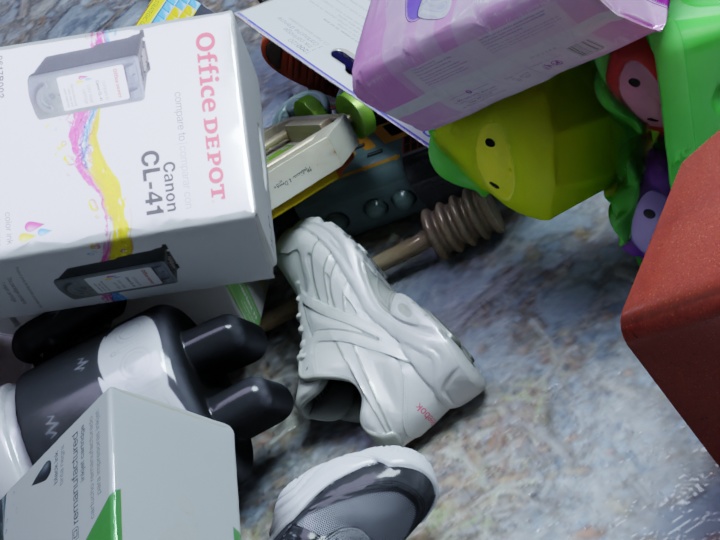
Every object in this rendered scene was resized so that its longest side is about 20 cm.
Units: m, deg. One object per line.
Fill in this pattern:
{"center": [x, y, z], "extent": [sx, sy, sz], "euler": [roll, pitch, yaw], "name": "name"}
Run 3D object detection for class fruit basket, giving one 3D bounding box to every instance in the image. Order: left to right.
{"center": [0.144, -0.076, 1.168], "extent": [0.214, 0.216, 0.156], "euler": [-29, 32, 3], "name": "fruit basket"}

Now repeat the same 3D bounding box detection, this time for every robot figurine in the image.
{"center": [-0.143, 0.098, 1.228], "extent": [0.199, 0.125, 0.151], "euler": [-27, 39, 8], "name": "robot figurine"}

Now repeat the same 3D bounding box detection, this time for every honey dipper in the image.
{"center": [0.000, 0.000, 1.342], "extent": [0.199, 0.038, 0.038], "euler": [-26, 32, 12], "name": "honey dipper"}

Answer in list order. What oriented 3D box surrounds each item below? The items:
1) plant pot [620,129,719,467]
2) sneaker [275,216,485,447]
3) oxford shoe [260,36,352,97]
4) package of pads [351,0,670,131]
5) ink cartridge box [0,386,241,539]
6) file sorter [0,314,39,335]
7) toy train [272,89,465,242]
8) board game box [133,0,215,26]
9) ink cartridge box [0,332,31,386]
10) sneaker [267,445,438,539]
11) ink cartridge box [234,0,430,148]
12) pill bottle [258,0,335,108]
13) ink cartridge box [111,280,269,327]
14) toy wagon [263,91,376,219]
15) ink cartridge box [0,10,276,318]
{"center": [0.246, 0.010, 0.992], "extent": [0.175, 0.200, 0.200], "euler": [-17, 33, 40], "name": "plant pot"}
{"center": [-0.014, 0.041, 1.250], "extent": [0.099, 0.078, 0.200], "euler": [-43, 41, -3], "name": "sneaker"}
{"center": [0.027, -0.168, 1.451], "extent": [0.198, 0.071, 0.073], "euler": [3, 56, -8], "name": "oxford shoe"}
{"center": [0.085, -0.161, 1.115], "extent": [0.199, 0.075, 0.121], "euler": [-20, 49, 50], "name": "package of pads"}
{"center": [-0.150, 0.181, 1.076], "extent": [0.200, 0.083, 0.147], "euler": [-44, 38, 35], "name": "ink cartridge box"}
{"center": [-0.307, -0.012, 1.528], "extent": [0.200, 0.125, 0.139], "euler": [-40, 34, -15], "name": "file sorter"}
{"center": [0.016, -0.082, 1.402], "extent": [0.199, 0.085, 0.115], "euler": [-17, 44, 21], "name": "toy train"}
{"center": [-0.172, -0.079, 1.389], "extent": [0.166, 0.056, 0.200], "euler": [-59, 4, -29], "name": "board game box"}
{"center": [-0.251, 0.108, 1.287], "extent": [0.043, 0.174, 0.201], "euler": [15, 40, -3], "name": "ink cartridge box"}
{"center": [-0.031, 0.184, 1.085], "extent": [0.199, 0.076, 0.114], "euler": [-36, 33, 4], "name": "sneaker"}
{"center": [0.051, -0.145, 1.340], "extent": [0.199, 0.044, 0.198], "euler": [-27, 50, -34], "name": "ink cartridge box"}
{"center": [-0.023, -0.219, 1.503], "extent": [0.113, 0.201, 0.114], "euler": [-21, 33, 14], "name": "pill bottle"}
{"center": [-0.125, 0.013, 1.369], "extent": [0.116, 0.068, 0.200], "euler": [-26, 14, 9], "name": "ink cartridge box"}
{"center": [-0.081, -0.065, 1.343], "extent": [0.155, 0.040, 0.200], "euler": [-32, 15, -21], "name": "toy wagon"}
{"center": [-0.158, -0.062, 1.208], "extent": [0.198, 0.086, 0.149], "euler": [-10, 65, 4], "name": "ink cartridge box"}
